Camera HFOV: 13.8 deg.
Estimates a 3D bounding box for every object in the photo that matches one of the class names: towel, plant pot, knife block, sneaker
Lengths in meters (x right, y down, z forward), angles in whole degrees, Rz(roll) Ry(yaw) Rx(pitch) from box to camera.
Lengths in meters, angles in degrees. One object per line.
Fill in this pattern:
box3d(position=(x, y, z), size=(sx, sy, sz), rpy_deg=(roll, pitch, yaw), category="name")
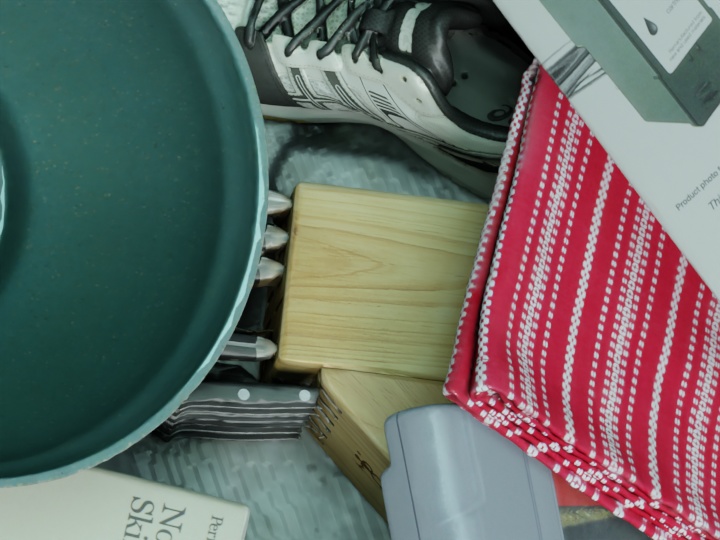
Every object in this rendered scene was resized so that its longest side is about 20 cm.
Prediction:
box3d(position=(0.119, 0.030, 1.062), size=(0.200, 0.022, 0.145), rpy_deg=(34, 55, -28), category="towel")
box3d(position=(-0.149, -0.030, 1.005), size=(0.199, 0.134, 0.202), rpy_deg=(1, 88, -29), category="plant pot")
box3d(position=(0.000, 0.000, 1.102), size=(0.200, 0.064, 0.176), rpy_deg=(-38, 84, -17), category="knife block")
box3d(position=(0.008, -0.090, 1.118), size=(0.199, 0.088, 0.076), rpy_deg=(18, 74, -2), category="sneaker")

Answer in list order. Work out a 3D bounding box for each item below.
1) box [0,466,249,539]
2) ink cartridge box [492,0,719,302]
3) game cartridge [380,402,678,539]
box3d(position=(-0.145, 0.101, 1.046), size=(0.199, 0.068, 0.083), rpy_deg=(13, 73, -5), category="box")
box3d(position=(0.135, -0.079, 1.061), size=(0.084, 0.146, 0.200), rpy_deg=(-43, 71, 24), category="ink cartridge box")
box3d(position=(0.096, 0.114, 1.050), size=(0.199, 0.041, 0.134), rpy_deg=(2, 75, -43), category="game cartridge")
